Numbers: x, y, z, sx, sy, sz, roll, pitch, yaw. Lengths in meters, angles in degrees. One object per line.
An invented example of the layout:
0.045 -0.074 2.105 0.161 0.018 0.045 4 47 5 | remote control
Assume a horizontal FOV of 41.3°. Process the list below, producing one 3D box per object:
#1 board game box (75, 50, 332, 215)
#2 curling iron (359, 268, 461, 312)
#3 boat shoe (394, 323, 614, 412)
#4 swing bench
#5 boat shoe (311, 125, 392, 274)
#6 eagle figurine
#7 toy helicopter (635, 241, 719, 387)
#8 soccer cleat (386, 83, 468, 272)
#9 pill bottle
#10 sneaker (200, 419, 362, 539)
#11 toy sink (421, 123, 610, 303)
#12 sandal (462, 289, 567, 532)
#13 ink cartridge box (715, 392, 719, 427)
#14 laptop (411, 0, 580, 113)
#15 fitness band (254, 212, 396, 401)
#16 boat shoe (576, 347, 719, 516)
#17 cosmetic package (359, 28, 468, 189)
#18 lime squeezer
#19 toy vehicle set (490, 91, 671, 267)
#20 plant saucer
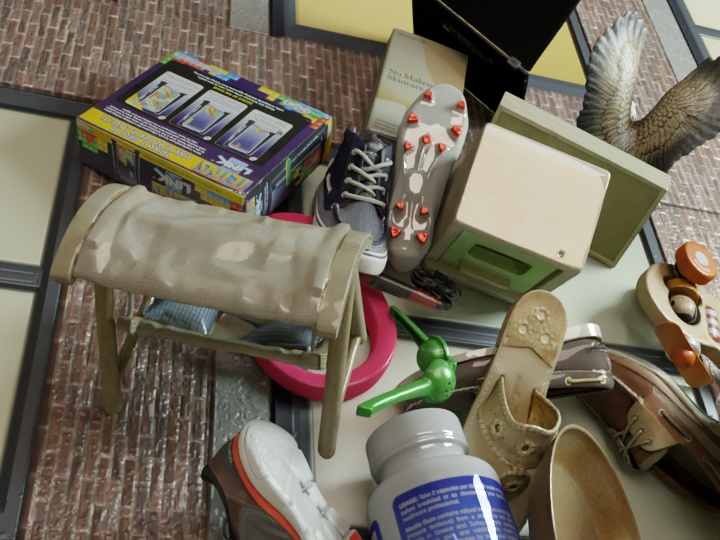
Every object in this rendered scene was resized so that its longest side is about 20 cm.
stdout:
-0.152 -0.131 0.953 0.198 0.057 0.166 25 46 17 | board game box
0.000 0.000 0.901 0.197 0.026 0.050 16 23 -5 | curling iron
0.130 0.102 0.857 0.196 0.072 0.060 -13 69 -8 | boat shoe
-0.098 0.026 0.721 0.195 0.201 0.131 12 54 6 | swing bench
-0.003 -0.074 0.906 0.074 0.094 0.201 17 19 -17 | boat shoe
0.313 -0.171 1.094 0.149 0.201 0.152 -7 53 -26 | eagle figurine
0.362 0.077 0.988 0.200 0.079 0.132 46 42 4 | toy helicopter
0.060 -0.095 0.971 0.068 0.078 0.203 16 70 0 | soccer cleat
0.067 0.211 0.721 0.110 0.113 0.202 0 51 -21 | pill bottle
-0.052 0.213 0.712 0.202 0.081 0.077 62 25 8 | sneaker
0.142 -0.041 0.958 0.128 0.200 0.114 21 75 -4 | toy sink
0.130 0.117 0.785 0.076 0.070 0.215 15 81 -2 | sandal
0.382 0.158 0.831 0.083 0.203 0.145 3 31 39 | ink cartridge box
0.163 -0.308 1.136 0.116 0.201 0.187 -42 71 -12 | laptop
-0.047 0.030 0.891 0.142 0.038 0.202 -7 55 -30 | fitness band
0.274 0.149 0.886 0.199 0.076 0.074 34 50 11 | boat shoe
0.059 -0.180 1.091 0.104 0.072 0.202 18 46 -6 | cosmetic package
0.046 0.081 0.798 0.069 0.038 0.200 -3 20 10 | lime squeezer
0.220 -0.096 1.044 0.198 0.125 0.027 28 45 3 | toy vehicle set
0.178 0.225 0.749 0.200 0.035 0.203 40 40 -43 | plant saucer
